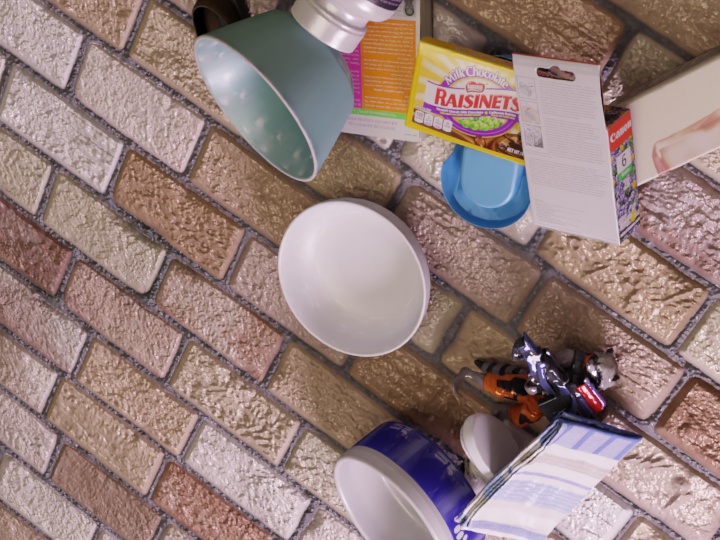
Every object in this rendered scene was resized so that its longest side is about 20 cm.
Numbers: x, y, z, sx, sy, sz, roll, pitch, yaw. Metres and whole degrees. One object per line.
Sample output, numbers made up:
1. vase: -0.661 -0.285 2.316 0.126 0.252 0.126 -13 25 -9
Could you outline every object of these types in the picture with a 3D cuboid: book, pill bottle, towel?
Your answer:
1. book: 0.016 -0.255 1.573 0.132 0.048 0.202 9 114 25
2. pill bottle: 0.012 -0.336 1.461 0.111 0.111 0.201 38 112 7
3. towel: 0.221 0.247 1.613 0.200 0.146 0.024 -51 41 26

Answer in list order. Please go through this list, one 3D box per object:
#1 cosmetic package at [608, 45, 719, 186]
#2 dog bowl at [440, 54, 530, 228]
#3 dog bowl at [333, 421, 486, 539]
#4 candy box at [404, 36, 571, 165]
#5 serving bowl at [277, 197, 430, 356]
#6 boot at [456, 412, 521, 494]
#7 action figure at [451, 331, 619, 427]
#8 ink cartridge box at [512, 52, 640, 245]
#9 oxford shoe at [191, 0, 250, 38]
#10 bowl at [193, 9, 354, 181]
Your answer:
1. cosmetic package: 0.354 -0.172 1.398 0.199 0.103 0.088 -25 98 35
2. dog bowl: 0.155 -0.148 1.544 0.111 0.050 0.202 17 119 20
3. dog bowl: 0.060 0.290 1.723 0.200 0.079 0.201 38 150 27
4. candy box: 0.147 -0.176 1.490 0.198 0.026 0.103 20 117 18
5. serving bowl: 0.000 0.000 1.681 0.198 0.066 0.202 11 117 22
6. boot: 0.149 0.241 1.669 0.095 0.074 0.200 -11 138 34
7. action figure: 0.206 0.119 1.608 0.192 0.105 0.201 -11 131 26
8. ink cartridge box: 0.220 -0.131 1.402 0.108 0.050 0.201 16 130 39
9. oxford shoe: -0.149 -0.232 1.645 0.072 0.084 0.201 -21 103 31
10. bowl: -0.083 -0.210 1.542 0.201 0.105 0.201 42 162 16
